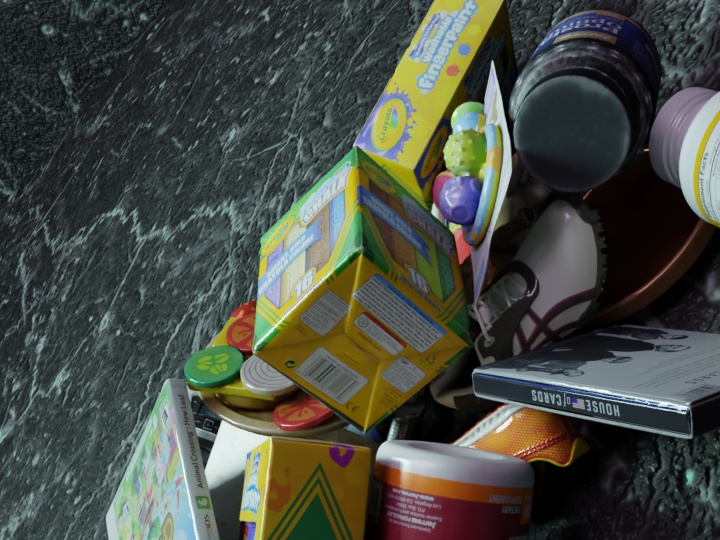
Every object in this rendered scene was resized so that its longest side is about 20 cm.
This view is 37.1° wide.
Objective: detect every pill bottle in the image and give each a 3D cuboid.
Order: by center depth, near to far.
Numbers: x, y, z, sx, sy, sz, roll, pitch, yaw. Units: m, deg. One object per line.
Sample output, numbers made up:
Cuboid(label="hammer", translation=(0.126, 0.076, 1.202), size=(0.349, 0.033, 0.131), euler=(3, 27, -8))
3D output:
Cuboid(label="pill bottle", translation=(0.288, -0.066, 0.720), size=(0.105, 0.104, 0.200), euler=(-53, 35, 1))
Cuboid(label="pill bottle", translation=(0.054, 0.224, 0.732), size=(0.112, 0.112, 0.204), euler=(2, 84, 57))
Cuboid(label="pill bottle", translation=(0.177, -0.133, 0.842), size=(0.111, 0.112, 0.200), euler=(-38, 7, 27))

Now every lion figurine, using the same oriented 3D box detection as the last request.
Cuboid(label="lion figurine", translation=(0.129, -0.038, 0.942), size=(0.122, 0.072, 0.201), euler=(-41, 14, 47))

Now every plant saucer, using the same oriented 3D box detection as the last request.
Cuboid(label="plant saucer", translation=(0.219, -0.040, 0.893), size=(0.200, 0.032, 0.202), euler=(-39, 30, 27))

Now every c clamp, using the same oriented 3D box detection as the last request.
Cuboid(label="c clamp", translation=(0.029, 0.152, 0.885), size=(0.171, 0.027, 0.203), euler=(-50, -24, -67))

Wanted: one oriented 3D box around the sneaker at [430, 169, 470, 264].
Cuboid(label="sneaker", translation=(0.114, -0.026, 1.022), size=(0.084, 0.077, 0.203), euler=(-7, 55, 30))

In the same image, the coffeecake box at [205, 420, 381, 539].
Cuboid(label="coffeecake box", translation=(-0.080, 0.231, 0.955), size=(0.152, 0.073, 0.203), euler=(6, 72, 44))

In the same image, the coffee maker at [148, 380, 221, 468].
Cuboid(label="coffee maker", translation=(-0.199, 0.239, 1.127), size=(0.191, 0.134, 0.202), euler=(-27, 38, 42))

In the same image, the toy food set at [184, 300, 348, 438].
Cuboid(label="toy food set", translation=(-0.051, 0.077, 0.948), size=(0.197, 0.049, 0.199), euler=(5, 34, 17))

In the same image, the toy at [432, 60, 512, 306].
Cuboid(label="toy", translation=(0.084, -0.078, 0.854), size=(0.201, 0.046, 0.117), euler=(-80, 0, -57))

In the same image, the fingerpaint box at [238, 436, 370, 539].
Cuboid(label="fingerpaint box", translation=(-0.052, 0.213, 0.769), size=(0.200, 0.072, 0.170), euler=(131, 145, -74))

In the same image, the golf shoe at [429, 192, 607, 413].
Cuboid(label="golf shoe", translation=(0.124, 0.033, 0.831), size=(0.077, 0.087, 0.202), euler=(49, 128, 44))

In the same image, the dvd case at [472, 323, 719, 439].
Cuboid(label="dvd case", translation=(0.193, 0.068, 0.720), size=(0.199, 0.148, 0.025), euler=(4, 104, 58))

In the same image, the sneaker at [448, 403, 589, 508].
Cuboid(label="sneaker", translation=(0.093, 0.161, 0.830), size=(0.072, 0.078, 0.200), euler=(-22, -16, -41))

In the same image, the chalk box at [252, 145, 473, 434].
Cuboid(label="chalk box", translation=(0.000, 0.000, 0.857), size=(0.124, 0.124, 0.201), euler=(-41, 27, 23))

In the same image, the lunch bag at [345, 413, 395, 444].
Cuboid(label="lunch bag", translation=(-0.033, 0.127, 1.059), size=(0.150, 0.094, 0.202), euler=(-31, 45, 33))

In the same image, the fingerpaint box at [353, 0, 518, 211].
Cuboid(label="fingerpaint box", translation=(0.085, -0.159, 1.086), size=(0.073, 0.167, 0.202), euler=(23, 75, 22))

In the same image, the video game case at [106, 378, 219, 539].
Cuboid(label="video game case", translation=(-0.171, 0.226, 0.902), size=(0.201, 0.022, 0.183), euler=(-60, 36, 35))
